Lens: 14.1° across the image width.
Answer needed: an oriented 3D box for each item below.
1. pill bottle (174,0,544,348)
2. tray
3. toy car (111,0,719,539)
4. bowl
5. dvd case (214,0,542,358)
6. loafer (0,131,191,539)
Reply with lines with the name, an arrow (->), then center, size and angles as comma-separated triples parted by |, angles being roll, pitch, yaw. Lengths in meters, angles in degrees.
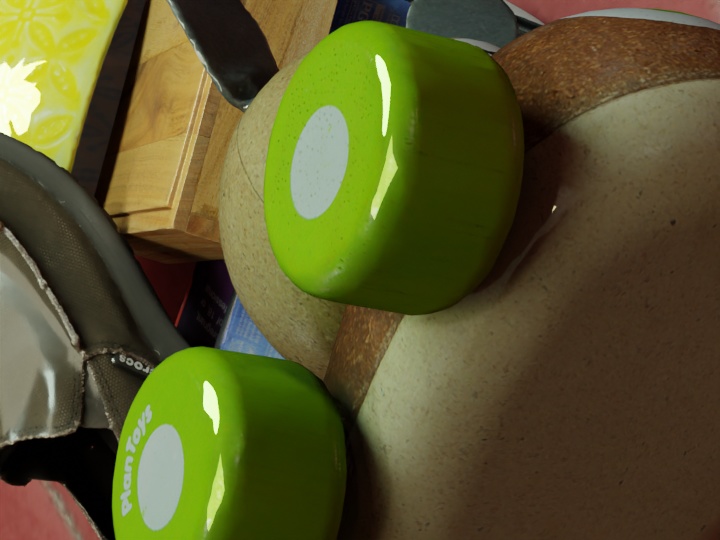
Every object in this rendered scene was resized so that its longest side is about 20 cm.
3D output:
pill bottle -> 0.000, 0.000, 1.022 | 0.112, 0.112, 0.200 | 42, 120, 43
tray -> -0.053, -0.055, 0.981 | 0.200, 0.037, 0.099 | 177, 108, -78
toy car -> 0.023, -0.021, 0.662 | 0.158, 0.164, 0.200 | -62, 34, 28
bowl -> -0.145, -0.045, 1.120 | 0.108, 0.200, 0.200 | 15, 105, 4
dvd case -> 0.065, 0.000, 0.929 | 0.200, 0.018, 0.143 | 23, 107, 11
loafer -> -0.100, 0.034, 0.971 | 0.200, 0.071, 0.073 | 47, 146, 7
